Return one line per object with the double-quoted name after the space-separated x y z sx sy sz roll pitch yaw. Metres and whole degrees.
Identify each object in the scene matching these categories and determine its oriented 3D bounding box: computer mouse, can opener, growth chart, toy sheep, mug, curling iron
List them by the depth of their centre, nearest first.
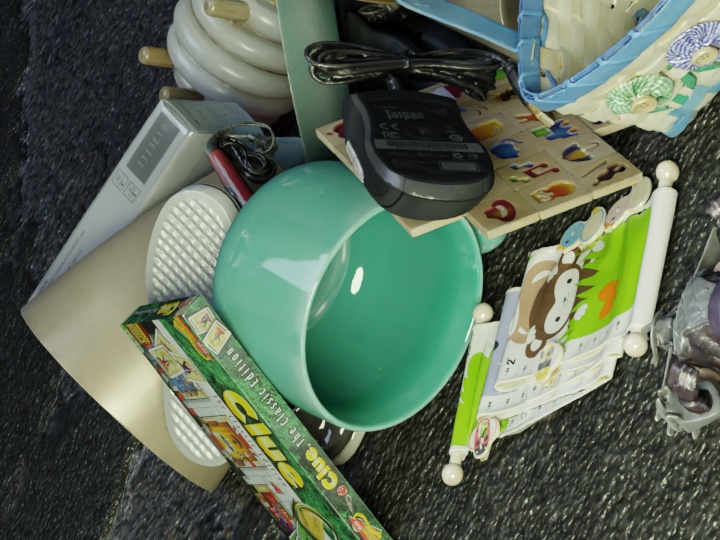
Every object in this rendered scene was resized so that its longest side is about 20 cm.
0.117 0.028 1.478 0.200 0.018 0.145 -38 33 45 "growth chart"
0.052 -0.075 1.486 0.200 0.139 0.046 -120 34 -56 "computer mouse"
-0.006 0.010 1.579 0.114 0.184 0.153 23 105 42 "mug"
-0.053 -0.030 1.701 0.049 0.026 0.201 -22 52 -7 "curling iron"
0.044 -0.152 1.787 0.063 0.079 0.200 -28 21 -15 "can opener"
-0.094 -0.176 2.001 0.200 0.137 0.138 -55 23 35 "toy sheep"

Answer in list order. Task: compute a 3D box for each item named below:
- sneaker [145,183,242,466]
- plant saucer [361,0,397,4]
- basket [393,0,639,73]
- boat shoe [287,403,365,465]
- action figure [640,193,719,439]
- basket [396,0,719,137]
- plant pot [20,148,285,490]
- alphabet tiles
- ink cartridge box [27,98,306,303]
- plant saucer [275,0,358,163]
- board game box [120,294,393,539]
-0.090 0.024 1.659 0.079 0.078 0.201 -40 -39 -49 "sneaker"
-0.017 -0.263 1.829 0.201 0.199 0.036 -97 27 -52 "plant saucer"
0.097 -0.207 1.610 0.200 0.179 0.137 -136 38 -57 "basket"
-0.004 0.028 1.685 0.067 0.057 0.201 -14 54 61 "boat shoe"
0.194 0.015 1.261 0.200 0.069 0.131 -24 54 63 "action figure"
0.138 -0.172 1.400 0.176 0.199 0.140 -43 30 43 "basket"
-0.105 0.018 1.791 0.200 0.187 0.187 -47 24 2 "plant pot"
0.082 -0.075 1.518 0.200 0.166 0.008 -131 24 -58 "alphabet tiles"
-0.136 -0.038 1.908 0.044 0.173 0.200 45 113 23 "ink cartridge box"
-0.027 -0.153 1.844 0.201 0.038 0.203 -10 -90 -86 "plant saucer"
-0.064 0.101 1.573 0.023 0.200 0.105 -43 14 -26 "board game box"
